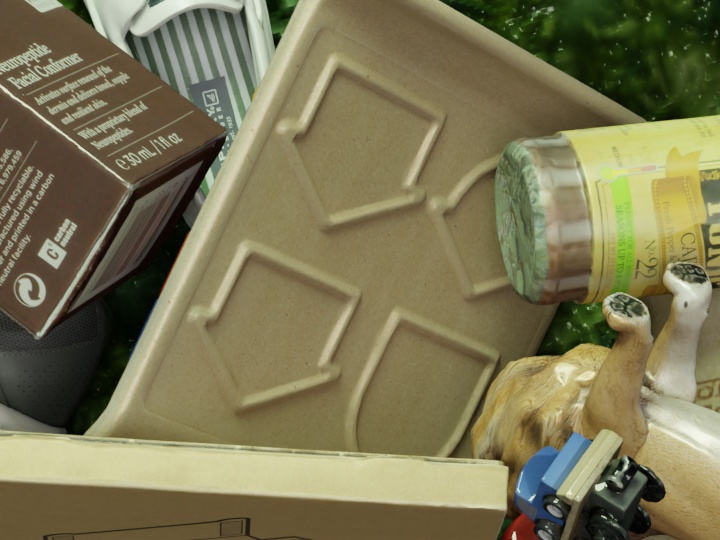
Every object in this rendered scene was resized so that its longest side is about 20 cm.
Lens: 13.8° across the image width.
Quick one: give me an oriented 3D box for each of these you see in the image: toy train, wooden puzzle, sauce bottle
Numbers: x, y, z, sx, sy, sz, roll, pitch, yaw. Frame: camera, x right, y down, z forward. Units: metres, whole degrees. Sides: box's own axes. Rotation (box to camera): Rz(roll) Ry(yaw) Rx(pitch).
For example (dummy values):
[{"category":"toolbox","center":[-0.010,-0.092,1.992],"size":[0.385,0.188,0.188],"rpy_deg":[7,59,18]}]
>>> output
[{"category":"toy train","center":[0.068,0.106,1.058],"size":[0.046,0.200,0.034],"rpy_deg":[34,63,11]},{"category":"wooden puzzle","center":[0.000,0.000,1.102],"size":[0.185,0.046,0.201],"rpy_deg":[25,96,-44]},{"category":"sauce bottle","center":[0.151,-0.028,1.087],"size":[0.199,0.065,0.065],"rpy_deg":[-8,95,-10]}]

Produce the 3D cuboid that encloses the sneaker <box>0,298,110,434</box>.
[{"category":"sneaker","center":[-0.183,-0.002,1.111],"size":[0.200,0.074,0.085],"rpy_deg":[33,85,-16]}]

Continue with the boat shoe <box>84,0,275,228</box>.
[{"category":"boat shoe","center":[-0.065,-0.103,1.110],"size":[0.073,0.067,0.201],"rpy_deg":[-24,97,-4]}]

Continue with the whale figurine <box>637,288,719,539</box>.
[{"category":"whale figurine","center":[0.149,0.075,1.139],"size":[0.159,0.104,0.201],"rpy_deg":[-14,72,26]}]

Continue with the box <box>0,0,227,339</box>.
[{"category":"box","center":[-0.155,-0.072,1.059],"size":[0.200,0.100,0.075],"rpy_deg":[36,112,6]}]

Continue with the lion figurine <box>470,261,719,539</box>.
[{"category":"lion figurine","center":[0.129,0.074,1.047],"size":[0.200,0.072,0.123],"rpy_deg":[31,128,24]}]

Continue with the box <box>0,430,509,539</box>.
[{"category":"box","center":[-0.052,0.093,1.076],"size":[0.199,0.164,0.021],"rpy_deg":[3,71,-2]}]
